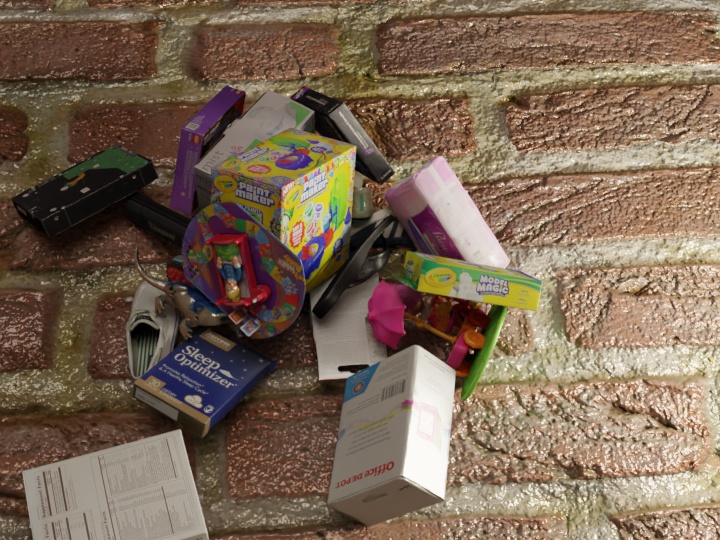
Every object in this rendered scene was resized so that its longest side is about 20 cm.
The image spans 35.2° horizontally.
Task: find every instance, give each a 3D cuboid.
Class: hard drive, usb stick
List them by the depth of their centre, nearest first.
[{"bbox_3d":[-0.298,-0.071,1.742,0.033,0.056,0.199,-30,38,-34],"label":"usb stick"},{"bbox_3d":[-0.435,-0.129,1.795,0.199,0.038,0.139,-34,34,-24],"label":"hard drive"}]

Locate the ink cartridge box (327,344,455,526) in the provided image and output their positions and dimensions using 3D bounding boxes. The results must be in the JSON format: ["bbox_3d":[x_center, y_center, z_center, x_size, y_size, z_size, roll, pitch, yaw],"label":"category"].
[{"bbox_3d":[0.043,0.222,1.513,0.084,0.144,0.201,35,46,-28],"label":"ink cartridge box"}]

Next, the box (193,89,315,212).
[{"bbox_3d":[-0.161,-0.147,1.768,0.096,0.177,0.200,27,55,17],"label":"box"}]

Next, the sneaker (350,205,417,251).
[{"bbox_3d":[0.046,-0.055,1.780,0.199,0.075,0.085,-28,90,-6],"label":"sneaker"}]

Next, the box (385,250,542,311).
[{"bbox_3d":[0.140,0.011,1.581,0.198,0.117,0.049,8,96,-10],"label":"box"}]

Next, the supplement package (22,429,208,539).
[{"bbox_3d":[-0.299,0.321,1.422,0.199,0.152,0.151,-14,54,-13],"label":"supplement package"}]

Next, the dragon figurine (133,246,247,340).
[{"bbox_3d":[-0.241,0.038,1.645,0.200,0.059,0.099,39,34,16],"label":"dragon figurine"}]

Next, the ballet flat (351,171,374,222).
[{"bbox_3d":[-0.018,-0.137,1.788,0.067,0.063,0.200,-7,25,-16],"label":"ballet flat"}]

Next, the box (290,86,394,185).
[{"bbox_3d":[-0.030,-0.216,1.795,0.036,0.143,0.200,-41,26,-4],"label":"box"}]

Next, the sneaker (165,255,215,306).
[{"bbox_3d":[-0.195,0.022,1.717,0.199,0.080,0.096,21,37,8],"label":"sneaker"}]

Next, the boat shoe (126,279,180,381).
[{"bbox_3d":[-0.302,0.086,1.644,0.073,0.067,0.201,-16,54,5],"label":"boat shoe"}]

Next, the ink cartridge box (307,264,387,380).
[{"bbox_3d":[-0.019,0.085,1.680,0.108,0.051,0.201,-3,54,-6],"label":"ink cartridge box"}]

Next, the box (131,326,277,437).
[{"bbox_3d":[-0.212,0.144,1.595,0.121,0.033,0.200,26,35,16],"label":"box"}]

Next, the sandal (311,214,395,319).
[{"bbox_3d":[-0.001,0.001,1.679,0.048,0.075,0.201,39,63,-6],"label":"sandal"}]

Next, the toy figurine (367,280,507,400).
[{"bbox_3d":[0.101,0.067,1.629,0.183,0.151,0.200,24,32,2],"label":"toy figurine"}]

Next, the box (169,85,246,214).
[{"bbox_3d":[-0.237,-0.191,1.780,0.039,0.138,0.200,18,31,5],"label":"box"}]

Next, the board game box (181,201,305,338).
[{"bbox_3d":[-0.170,0.006,1.547,0.200,0.158,0.039,41,34,7],"label":"board game box"}]

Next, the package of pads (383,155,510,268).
[{"bbox_3d":[0.129,-0.064,1.705,0.075,0.120,0.201,-35,93,-23],"label":"package of pads"}]

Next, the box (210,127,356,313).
[{"bbox_3d":[-0.111,-0.076,1.630,0.121,0.194,0.200,18,31,25],"label":"box"}]
